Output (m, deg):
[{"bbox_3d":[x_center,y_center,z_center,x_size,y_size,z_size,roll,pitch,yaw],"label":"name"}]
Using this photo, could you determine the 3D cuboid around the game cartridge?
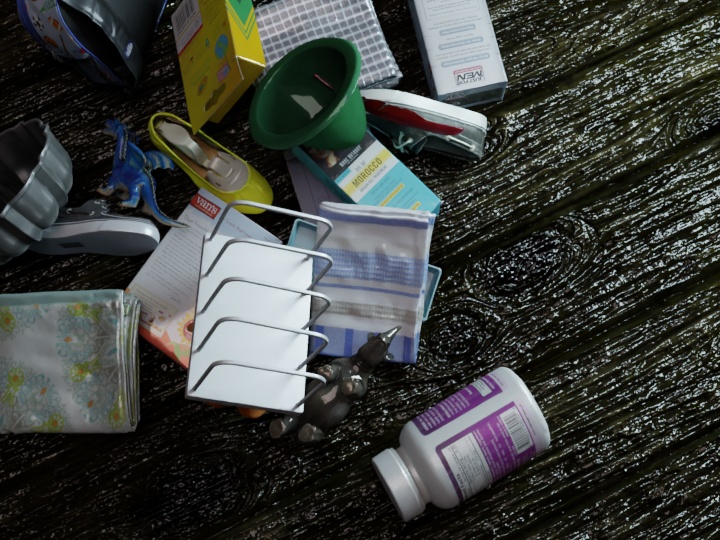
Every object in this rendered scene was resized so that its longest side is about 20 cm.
[{"bbox_3d":[-0.014,-0.082,1.264,0.127,0.038,0.203,-16,74,-8],"label":"game cartridge"}]

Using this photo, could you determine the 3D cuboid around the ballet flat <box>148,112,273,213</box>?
[{"bbox_3d":[-0.203,-0.144,1.264,0.199,0.067,0.067,36,79,10],"label":"ballet flat"}]

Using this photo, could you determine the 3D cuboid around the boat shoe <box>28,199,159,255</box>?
[{"bbox_3d":[-0.344,-0.060,1.231,0.196,0.070,0.067,-3,64,23],"label":"boat shoe"}]

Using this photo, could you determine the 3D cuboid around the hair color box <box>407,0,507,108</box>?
[{"bbox_3d":[0.128,-0.327,1.317,0.097,0.061,0.204,-12,74,-2],"label":"hair color box"}]

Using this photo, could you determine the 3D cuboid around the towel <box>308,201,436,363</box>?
[{"bbox_3d":[0.011,0.017,1.187,0.144,0.024,0.204,6,107,1],"label":"towel"}]

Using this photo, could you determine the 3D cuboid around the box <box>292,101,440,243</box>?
[{"bbox_3d":[0.006,-0.122,1.233,0.082,0.049,0.200,-44,78,-11],"label":"box"}]

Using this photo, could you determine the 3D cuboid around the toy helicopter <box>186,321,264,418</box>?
[{"bbox_3d":[-0.136,0.072,1.182,0.078,0.133,0.201,9,51,36],"label":"toy helicopter"}]

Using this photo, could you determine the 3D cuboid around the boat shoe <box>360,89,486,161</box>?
[{"bbox_3d":[0.072,-0.189,1.264,0.196,0.071,0.065,10,78,-8],"label":"boat shoe"}]

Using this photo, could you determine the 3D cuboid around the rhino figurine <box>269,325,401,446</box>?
[{"bbox_3d":[-0.023,0.137,1.162,0.060,0.087,0.200,44,89,13],"label":"rhino figurine"}]

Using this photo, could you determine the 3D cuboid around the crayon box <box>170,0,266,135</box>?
[{"bbox_3d":[-0.187,-0.289,1.260,0.050,0.127,0.203,9,56,-39],"label":"crayon box"}]

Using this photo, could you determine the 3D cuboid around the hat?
[{"bbox_3d":[-0.018,-0.175,1.214,0.198,0.176,0.167,18,73,45],"label":"hat"}]

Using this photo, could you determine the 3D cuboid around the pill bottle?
[{"bbox_3d":[0.116,0.210,1.139,0.198,0.112,0.113,-29,76,-8],"label":"pill bottle"}]

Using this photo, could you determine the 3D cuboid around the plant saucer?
[{"bbox_3d":[0.000,0.000,1.214,0.197,0.019,0.071,19,88,-4],"label":"plant saucer"}]

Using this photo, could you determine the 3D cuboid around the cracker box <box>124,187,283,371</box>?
[{"bbox_3d":[-0.204,0.015,1.224,0.133,0.058,0.201,33,78,11],"label":"cracker box"}]

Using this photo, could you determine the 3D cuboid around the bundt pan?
[{"bbox_3d":[-0.442,-0.090,1.211,0.199,0.076,0.204,-22,45,24],"label":"bundt pan"}]

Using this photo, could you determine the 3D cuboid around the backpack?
[{"bbox_3d":[-0.359,-0.360,1.264,0.151,0.191,0.204,7,73,19],"label":"backpack"}]

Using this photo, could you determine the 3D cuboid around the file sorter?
[{"bbox_3d":[-0.108,0.040,1.081,0.136,0.125,0.203,11,63,-19],"label":"file sorter"}]

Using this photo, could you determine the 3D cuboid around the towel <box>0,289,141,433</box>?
[{"bbox_3d":[-0.362,0.112,1.172,0.196,0.048,0.175,-2,86,12],"label":"towel"}]

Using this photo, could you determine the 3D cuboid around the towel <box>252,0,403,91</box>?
[{"bbox_3d":[-0.056,-0.295,1.297,0.197,0.086,0.168,-22,76,-6],"label":"towel"}]

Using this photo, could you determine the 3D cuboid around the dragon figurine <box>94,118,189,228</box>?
[{"bbox_3d":[-0.282,-0.129,1.235,0.199,0.058,0.101,30,98,40],"label":"dragon figurine"}]
